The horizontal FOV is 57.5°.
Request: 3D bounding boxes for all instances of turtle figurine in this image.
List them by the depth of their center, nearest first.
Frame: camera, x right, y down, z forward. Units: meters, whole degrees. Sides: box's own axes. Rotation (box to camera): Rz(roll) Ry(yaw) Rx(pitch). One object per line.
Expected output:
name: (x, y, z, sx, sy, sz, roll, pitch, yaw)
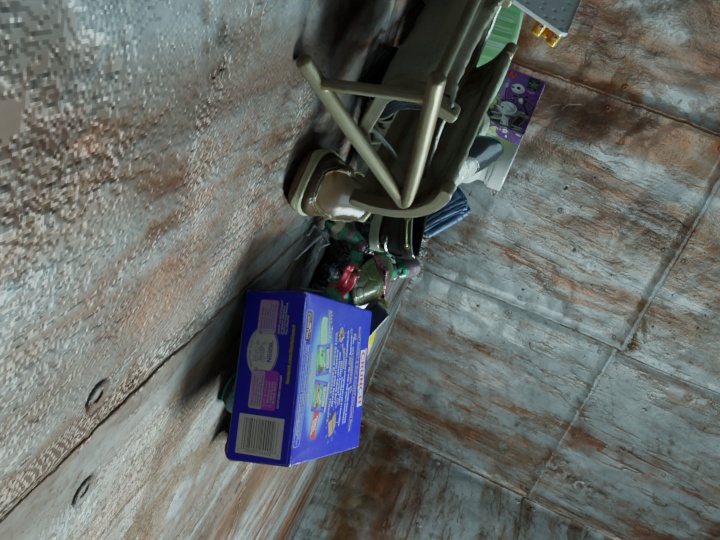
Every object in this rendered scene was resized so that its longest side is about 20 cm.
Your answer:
turtle figurine: (0.000, 0.000, 0.865, 0.199, 0.101, 0.151, -27, 144, -38)

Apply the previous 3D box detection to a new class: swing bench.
swing bench: (0.063, -0.181, 0.621, 0.200, 0.129, 0.200, -65, 155, -23)

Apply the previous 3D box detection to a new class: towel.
towel: (0.082, -0.082, 1.106, 0.199, 0.049, 0.112, -30, -155, 6)

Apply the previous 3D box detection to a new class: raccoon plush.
raccoon plush: (0.018, -0.006, 0.991, 0.097, 0.133, 0.201, 46, 68, -83)

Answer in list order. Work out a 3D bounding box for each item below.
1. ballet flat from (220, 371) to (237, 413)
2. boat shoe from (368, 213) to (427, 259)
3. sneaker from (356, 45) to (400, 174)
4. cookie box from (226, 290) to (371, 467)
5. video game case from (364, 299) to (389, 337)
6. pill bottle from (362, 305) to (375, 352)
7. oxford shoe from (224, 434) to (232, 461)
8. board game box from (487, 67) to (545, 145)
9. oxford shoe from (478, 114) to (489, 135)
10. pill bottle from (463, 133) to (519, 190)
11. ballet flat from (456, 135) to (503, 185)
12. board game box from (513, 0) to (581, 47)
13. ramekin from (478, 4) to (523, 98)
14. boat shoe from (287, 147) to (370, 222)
ballet flat: (-0.106, 0.135, 0.820, 0.200, 0.074, 0.075, -46, 158, -70)
boat shoe: (0.068, -0.114, 0.787, 0.072, 0.060, 0.203, 1, 106, -67)
sneaker: (0.020, -0.177, 0.808, 0.115, 0.075, 0.202, -24, 130, -66)
cookie box: (-0.059, 0.118, 0.730, 0.200, 0.075, 0.173, 26, 69, -68)
video game case: (-0.034, 0.119, 0.928, 0.200, 0.025, 0.181, -48, 180, 3)
pill bottle: (-0.017, 0.071, 1.099, 0.201, 0.104, 0.105, 104, 13, -53)
oxford shoe: (-0.139, 0.205, 0.884, 0.071, 0.072, 0.200, -36, 176, 4)
board game box: (0.171, -0.276, 1.001, 0.032, 0.199, 0.121, 100, 16, -57)
oxford shoe: (0.094, -0.178, 0.957, 0.058, 0.199, 0.076, 48, 25, -38)
pill bottle: (0.149, -0.209, 1.051, 0.116, 0.199, 0.117, 23, 90, -83)
ballet flat: (0.097, -0.141, 0.896, 0.073, 0.198, 0.074, 0, 90, -87)
board game box: (0.186, -0.381, 0.821, 0.026, 0.199, 0.201, -55, -177, 48)
ramekin: (0.145, -0.312, 0.894, 0.200, 0.097, 0.202, -167, -90, -84)
boat shoe: (-0.018, -0.088, 0.726, 0.202, 0.074, 0.075, -31, 144, -77)
